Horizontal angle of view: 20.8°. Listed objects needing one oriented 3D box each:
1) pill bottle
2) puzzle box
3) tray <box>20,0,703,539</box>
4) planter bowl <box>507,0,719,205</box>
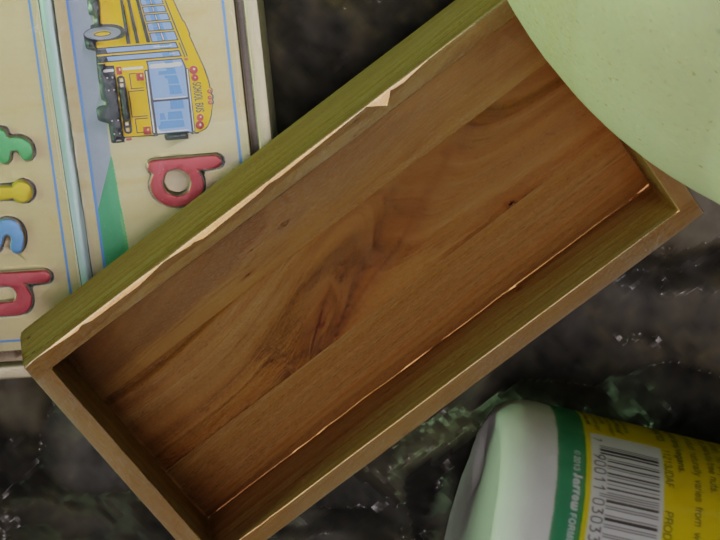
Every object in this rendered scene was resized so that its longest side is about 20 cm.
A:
[{"bbox_3d":[0.130,0.117,0.657,0.200,0.113,0.113,13,110,-4],"label":"pill bottle"},{"bbox_3d":[-0.094,-0.061,0.639,0.133,0.025,0.200,-5,110,2],"label":"puzzle box"},{"bbox_3d":[0.000,0.000,0.635,0.200,0.037,0.099,-37,112,3],"label":"tray"},{"bbox_3d":[0.104,-0.125,0.542,0.135,0.200,0.200,30,110,19],"label":"planter bowl"}]
